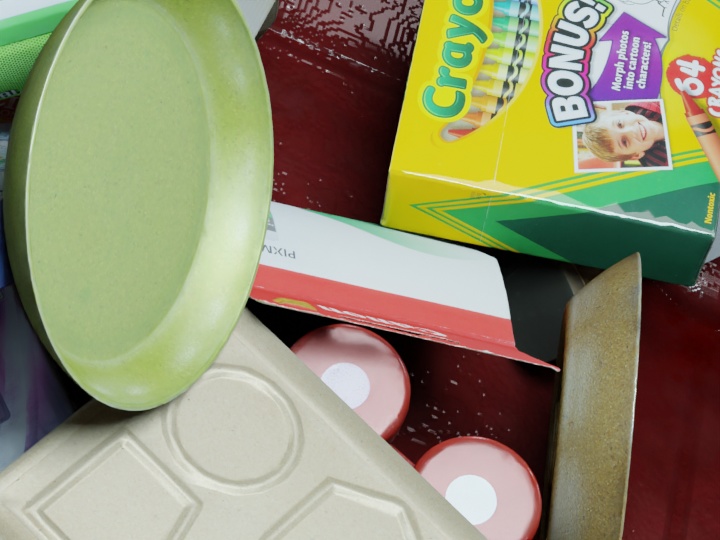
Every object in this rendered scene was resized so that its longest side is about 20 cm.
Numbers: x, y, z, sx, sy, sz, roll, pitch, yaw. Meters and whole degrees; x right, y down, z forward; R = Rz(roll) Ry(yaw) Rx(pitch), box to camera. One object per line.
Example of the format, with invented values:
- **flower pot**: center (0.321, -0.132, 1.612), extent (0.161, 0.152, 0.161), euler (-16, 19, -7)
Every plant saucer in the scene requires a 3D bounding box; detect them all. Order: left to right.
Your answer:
- **plant saucer**: center (-0.101, -0.039, 1.199), extent (0.031, 0.200, 0.200), euler (5, 41, 28)
- **plant saucer**: center (0.113, 0.089, 1.364), extent (0.035, 0.200, 0.200), euler (5, 51, 3)

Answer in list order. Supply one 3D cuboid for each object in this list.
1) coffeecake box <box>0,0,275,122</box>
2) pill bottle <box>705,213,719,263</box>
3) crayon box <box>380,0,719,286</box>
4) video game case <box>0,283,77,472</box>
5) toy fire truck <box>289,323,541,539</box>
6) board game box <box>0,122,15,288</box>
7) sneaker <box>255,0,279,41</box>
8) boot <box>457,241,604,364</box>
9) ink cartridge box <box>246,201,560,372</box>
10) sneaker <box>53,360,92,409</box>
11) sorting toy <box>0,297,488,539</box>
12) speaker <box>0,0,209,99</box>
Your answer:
- **coffeecake box**: center (-0.137, -0.138, 1.393), extent (0.153, 0.200, 0.073), euler (9, 53, -20)
- **pill bottle**: center (0.158, -0.101, 1.575), extent (0.104, 0.104, 0.200), euler (-5, 58, -29)
- **crayon box**: center (0.113, -0.102, 1.474), extent (0.172, 0.058, 0.200), euler (12, 57, 0)
- **video game case**: center (-0.194, 0.098, 1.258), extent (0.143, 0.019, 0.200), euler (-29, 67, 1)
- **toy fire truck**: center (-0.019, 0.134, 1.323), extent (0.200, 0.112, 0.168), euler (40, 67, 7)
- **board game box**: center (-0.215, -0.034, 1.260), extent (0.200, 0.043, 0.199), euler (2, 14, 18)
- **sneaker**: center (-0.144, -0.156, 1.500), extent (0.200, 0.076, 0.070), euler (9, 57, 7)
- **boot**: center (0.096, -0.035, 1.532), extent (0.075, 0.074, 0.200), euler (5, 56, -46)
- **ink cartridge box**: center (0.000, 0.000, 1.377), extent (0.161, 0.200, 0.050), euler (13, 91, -18)
- **sneaker**: center (-0.142, 0.021, 1.328), extent (0.077, 0.073, 0.200), euler (30, 15, -50)
- **sorting toy**: center (-0.056, 0.124, 1.221), extent (0.185, 0.036, 0.200), euler (44, 49, 10)
- **speaker**: center (-0.175, -0.118, 1.265), extent (0.200, 0.088, 0.088), euler (-16, 60, 1)
